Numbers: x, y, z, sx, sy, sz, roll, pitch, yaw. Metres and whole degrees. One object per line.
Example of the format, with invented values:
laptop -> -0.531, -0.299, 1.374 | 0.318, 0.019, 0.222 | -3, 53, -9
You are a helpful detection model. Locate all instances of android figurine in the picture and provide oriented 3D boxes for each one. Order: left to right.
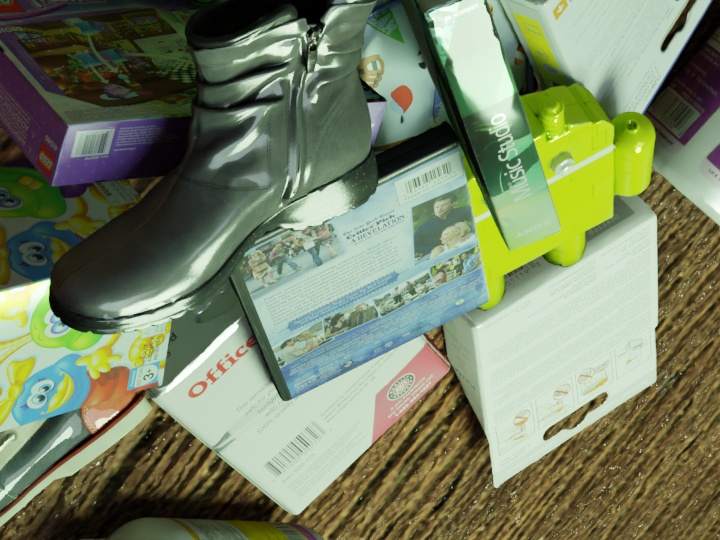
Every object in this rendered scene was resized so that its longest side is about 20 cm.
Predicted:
android figurine -> 0.097, -0.044, 1.363 | 0.182, 0.041, 0.200 | -27, 155, -9

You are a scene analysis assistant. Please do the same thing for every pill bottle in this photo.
pill bottle -> -0.111, 0.219, 1.505 | 0.200, 0.104, 0.104 | 9, 120, -46
pill bottle -> 0.285, -0.128, 1.523 | 0.200, 0.112, 0.112 | -48, 143, 8

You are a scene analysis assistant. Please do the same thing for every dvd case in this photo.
dvd case -> 0.000, 0.000, 1.276 | 0.142, 0.018, 0.200 | -26, 153, -5

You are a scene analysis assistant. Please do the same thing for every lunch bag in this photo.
lunch bag -> 0.036, -0.117, 1.340 | 0.160, 0.076, 0.201 | -30, 142, -24

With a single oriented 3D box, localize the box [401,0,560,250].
box -> 0.048, -0.122, 1.164 | 0.036, 0.145, 0.200 | -23, 141, 3

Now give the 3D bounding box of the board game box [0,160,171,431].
board game box -> -0.212, 0.019, 1.217 | 0.199, 0.105, 0.103 | -16, 135, -33

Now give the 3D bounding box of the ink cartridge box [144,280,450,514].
ink cartridge box -> -0.051, 0.047, 1.409 | 0.146, 0.083, 0.200 | -43, 143, 0

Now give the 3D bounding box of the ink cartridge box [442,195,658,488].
ink cartridge box -> 0.141, 0.048, 1.622 | 0.161, 0.050, 0.200 | -31, 145, -16

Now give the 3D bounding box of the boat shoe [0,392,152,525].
boat shoe -> -0.220, 0.117, 1.344 | 0.200, 0.071, 0.063 | -37, 101, -4

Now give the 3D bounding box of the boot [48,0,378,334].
boot -> -0.075, -0.064, 1.079 | 0.200, 0.070, 0.132 | -34, 140, -30

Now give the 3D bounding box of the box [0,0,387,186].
box -> -0.104, -0.103, 1.172 | 0.199, 0.137, 0.039 | -7, 130, -38

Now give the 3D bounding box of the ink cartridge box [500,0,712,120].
ink cartridge box -> 0.168, -0.195, 1.358 | 0.198, 0.047, 0.200 | -57, 156, -12

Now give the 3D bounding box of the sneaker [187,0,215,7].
sneaker -> -0.022, -0.206, 1.211 | 0.199, 0.078, 0.085 | -21, 146, -13
